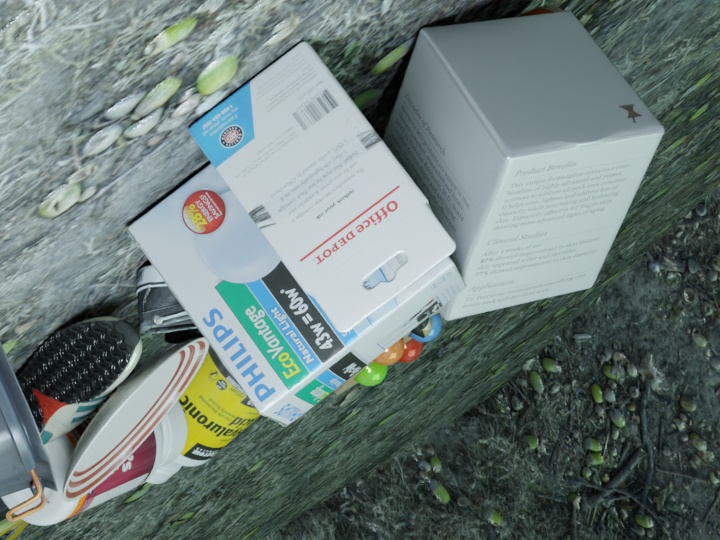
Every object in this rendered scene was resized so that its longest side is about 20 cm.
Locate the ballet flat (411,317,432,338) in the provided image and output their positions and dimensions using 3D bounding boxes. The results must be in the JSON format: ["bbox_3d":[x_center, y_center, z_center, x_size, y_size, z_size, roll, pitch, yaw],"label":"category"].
[{"bbox_3d":[0.029,-0.009,1.867,0.057,0.200,0.066,-44,-145,-21],"label":"ballet flat"}]

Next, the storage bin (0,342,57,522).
[{"bbox_3d":[-0.330,0.145,1.499,0.134,0.146,0.200,-24,166,-12],"label":"storage bin"}]

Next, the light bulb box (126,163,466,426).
[{"bbox_3d":[-0.050,-0.010,1.536,0.200,0.199,0.125,-38,167,1],"label":"light bulb box"}]

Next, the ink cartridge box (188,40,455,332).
[{"bbox_3d":[-0.025,-0.058,1.411,0.116,0.200,0.067,-36,169,0],"label":"ink cartridge box"}]

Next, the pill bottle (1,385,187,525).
[{"bbox_3d":[-0.268,0.178,1.860,0.110,0.110,0.200,-43,167,31],"label":"pill bottle"}]

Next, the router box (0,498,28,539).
[{"bbox_3d":[-0.415,0.265,1.911,0.200,0.052,0.157,-24,162,-50],"label":"router box"}]

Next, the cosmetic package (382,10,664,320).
[{"bbox_3d":[0.131,-0.094,1.626,0.167,0.167,0.201,-10,141,-28],"label":"cosmetic package"}]

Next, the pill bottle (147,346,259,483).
[{"bbox_3d":[-0.175,0.141,1.997,0.200,0.112,0.111,-42,168,26],"label":"pill bottle"}]

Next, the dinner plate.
[{"bbox_3d":[-0.214,0.134,1.724,0.200,0.024,0.200,-48,170,-11],"label":"dinner plate"}]

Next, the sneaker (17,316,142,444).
[{"bbox_3d":[-0.260,0.096,1.688,0.200,0.070,0.093,-41,176,29],"label":"sneaker"}]

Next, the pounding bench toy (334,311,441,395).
[{"bbox_3d":[-0.024,0.051,1.978,0.200,0.156,0.124,-30,167,-31],"label":"pounding bench toy"}]

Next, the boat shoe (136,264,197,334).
[{"bbox_3d":[-0.098,0.029,1.637,0.198,0.068,0.074,-1,162,-8],"label":"boat shoe"}]

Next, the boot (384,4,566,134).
[{"bbox_3d":[0.109,-0.172,1.705,0.200,0.075,0.107,-41,163,20],"label":"boot"}]

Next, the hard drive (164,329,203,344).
[{"bbox_3d":[-0.118,0.042,1.814,0.134,0.043,0.200,-12,176,5],"label":"hard drive"}]
